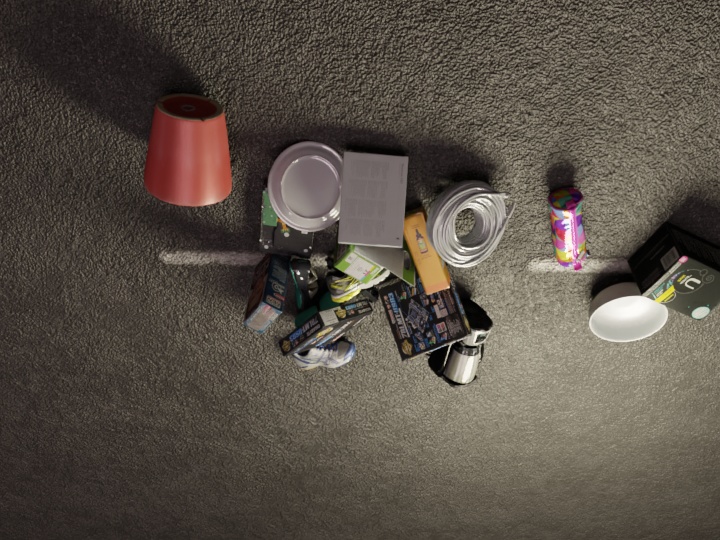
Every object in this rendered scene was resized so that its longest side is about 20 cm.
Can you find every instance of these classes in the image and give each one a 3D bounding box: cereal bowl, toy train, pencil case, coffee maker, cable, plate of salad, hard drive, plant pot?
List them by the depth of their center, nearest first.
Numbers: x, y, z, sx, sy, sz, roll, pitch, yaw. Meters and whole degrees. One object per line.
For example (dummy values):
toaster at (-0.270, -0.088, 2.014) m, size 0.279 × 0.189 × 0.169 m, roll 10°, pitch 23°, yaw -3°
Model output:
plant pot at (-0.367, -0.265, 1.372) m, size 0.195 × 0.202 × 0.181 m, roll 8°, pitch 123°, yaw -5°
plate of salad at (-0.117, -0.193, 1.478) m, size 0.194 × 0.048 × 0.206 m, roll -3°, pitch 103°, yaw -13°
cable at (0.247, -0.112, 1.501) m, size 0.196 × 0.069 × 0.204 m, roll 14°, pitch 106°, yaw -25°
pencil case at (0.501, -0.100, 1.545) m, size 0.086 × 0.090 × 0.203 m, roll -13°, pitch 129°, yaw 14°
hard drive at (-0.178, -0.123, 1.582) m, size 0.136 × 0.038 × 0.203 m, roll 7°, pitch 132°, yaw -4°
toy train at (-0.020, 0.017, 1.695) m, size 0.034 × 0.047 × 0.199 m, roll -29°, pitch 126°, yaw 32°
cereal bowl at (0.702, 0.098, 1.704) m, size 0.194 × 0.085 × 0.203 m, roll 3°, pitch 140°, yaw 3°
coffee maker at (0.255, 0.186, 1.761) m, size 0.189 × 0.134 × 0.205 m, roll 25°, pitch 121°, yaw 24°

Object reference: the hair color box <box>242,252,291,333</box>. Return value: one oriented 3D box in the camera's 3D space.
hair color box at (-0.234, 0.047, 1.625) m, size 0.060 × 0.203 × 0.100 m, roll 28°, pitch 128°, yaw -22°

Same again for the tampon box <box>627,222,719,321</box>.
tampon box at (0.803, 0.005, 1.595) m, size 0.196 × 0.128 × 0.151 m, roll 20°, pitch 130°, yaw -15°

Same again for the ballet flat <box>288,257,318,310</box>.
ballet flat at (-0.145, 0.036, 1.696) m, size 0.071 × 0.075 × 0.202 m, roll 1°, pitch 144°, yaw 2°

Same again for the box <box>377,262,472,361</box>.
box at (0.166, 0.107, 1.672) m, size 0.195 × 0.205 × 0.049 m, roll -25°, pitch 168°, yaw 23°

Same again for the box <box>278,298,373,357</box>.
box at (-0.092, 0.154, 1.728) m, size 0.196 × 0.051 × 0.199 m, roll -10°, pitch 158°, yaw -47°

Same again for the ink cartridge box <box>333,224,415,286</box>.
ink cartridge box at (0.038, -0.037, 1.574) m, size 0.197 × 0.150 × 0.076 m, roll 30°, pitch 130°, yaw -23°

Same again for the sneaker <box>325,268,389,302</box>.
sneaker at (0.000, 0.000, 1.625) m, size 0.198 × 0.074 × 0.086 m, roll -35°, pitch 118°, yaw -8°

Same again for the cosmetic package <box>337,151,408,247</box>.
cosmetic package at (0.027, -0.159, 1.453) m, size 0.146 × 0.052 × 0.206 m, roll 4°, pitch 92°, yaw -2°

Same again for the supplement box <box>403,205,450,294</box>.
supplement box at (0.159, -0.050, 1.570) m, size 0.065 × 0.069 × 0.204 m, roll -17°, pitch 108°, yaw 17°

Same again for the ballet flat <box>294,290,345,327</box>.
ballet flat at (-0.099, 0.110, 1.776) m, size 0.198 × 0.072 × 0.070 m, roll -34°, pitch 123°, yaw 28°

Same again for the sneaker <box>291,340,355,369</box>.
sneaker at (-0.112, 0.236, 1.871) m, size 0.195 × 0.077 × 0.089 m, roll -14°, pitch 135°, yaw 13°
